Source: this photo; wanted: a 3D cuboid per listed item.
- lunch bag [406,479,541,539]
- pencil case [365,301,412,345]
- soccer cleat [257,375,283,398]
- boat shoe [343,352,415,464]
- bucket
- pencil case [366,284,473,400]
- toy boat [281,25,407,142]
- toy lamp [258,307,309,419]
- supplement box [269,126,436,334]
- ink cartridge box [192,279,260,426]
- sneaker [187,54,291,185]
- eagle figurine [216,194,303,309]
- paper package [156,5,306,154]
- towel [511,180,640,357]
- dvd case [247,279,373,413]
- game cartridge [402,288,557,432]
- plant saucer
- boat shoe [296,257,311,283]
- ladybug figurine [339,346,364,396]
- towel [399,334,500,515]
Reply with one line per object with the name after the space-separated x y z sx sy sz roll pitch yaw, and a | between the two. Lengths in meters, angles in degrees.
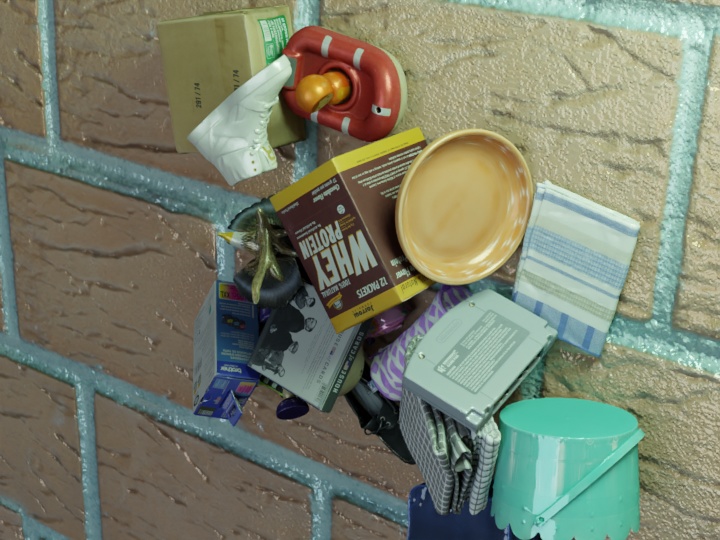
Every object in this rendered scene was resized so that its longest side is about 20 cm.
0.177 0.363 1.697 0.199 0.132 0.137 7 96 38 | lunch bag
0.000 0.000 1.734 0.087 0.087 0.201 -30 87 41 | pencil case
-0.117 0.153 1.897 0.199 0.067 0.082 11 104 36 | soccer cleat
0.021 0.211 1.804 0.074 0.066 0.200 -35 83 43 | boat shoe
0.263 0.251 1.542 0.206 0.207 0.136 8 103 36 | bucket
0.091 0.102 1.701 0.200 0.084 0.086 -46 65 37 | pencil case
-0.038 -0.245 1.635 0.199 0.131 0.131 23 120 24 | toy boat
-0.119 0.125 1.849 0.058 0.058 0.201 -37 56 41 | toy lamp
0.023 -0.056 1.616 0.132 0.197 0.201 -27 89 42 | supplement box
-0.209 0.138 1.872 0.137 0.076 0.201 124 150 -51 | ink cartridge box
-0.137 -0.198 1.659 0.200 0.074 0.116 -37 95 35 | sneaker
-0.132 -0.034 1.723 0.151 0.200 0.152 44 85 1 | eagle figurine
-0.187 -0.275 1.765 0.190 0.103 0.202 4 108 36 | paper package
0.271 -0.002 1.556 0.146 0.024 0.201 26 123 26 | towel
-0.074 0.100 1.723 0.200 0.025 0.151 23 88 50 | dvd case
0.148 0.109 1.553 0.133 0.200 0.041 33 141 20 | game cartridge
0.128 -0.082 1.540 0.037 0.199 0.202 33 129 58 | plant saucer
-0.101 -0.039 1.813 0.200 0.062 0.075 36 127 25 | boat shoe
-0.053 0.110 1.772 0.136 0.072 0.200 -49 42 16 | ladybug figurine
0.107 0.205 1.595 0.166 0.085 0.201 94 162 -46 | towel
